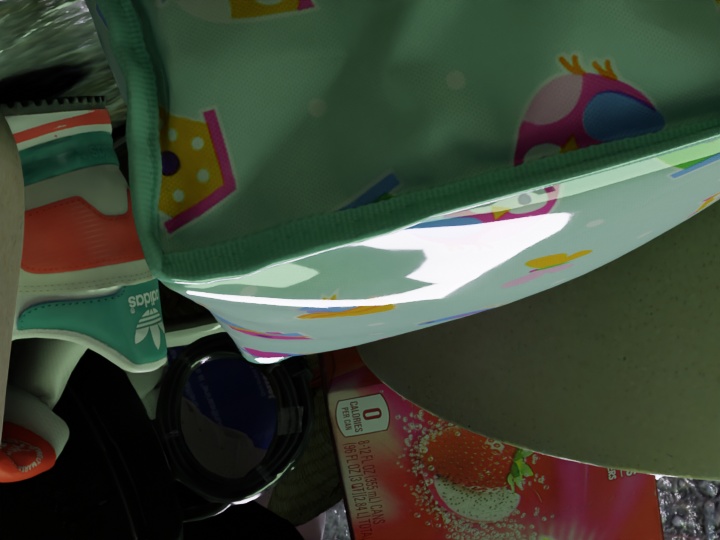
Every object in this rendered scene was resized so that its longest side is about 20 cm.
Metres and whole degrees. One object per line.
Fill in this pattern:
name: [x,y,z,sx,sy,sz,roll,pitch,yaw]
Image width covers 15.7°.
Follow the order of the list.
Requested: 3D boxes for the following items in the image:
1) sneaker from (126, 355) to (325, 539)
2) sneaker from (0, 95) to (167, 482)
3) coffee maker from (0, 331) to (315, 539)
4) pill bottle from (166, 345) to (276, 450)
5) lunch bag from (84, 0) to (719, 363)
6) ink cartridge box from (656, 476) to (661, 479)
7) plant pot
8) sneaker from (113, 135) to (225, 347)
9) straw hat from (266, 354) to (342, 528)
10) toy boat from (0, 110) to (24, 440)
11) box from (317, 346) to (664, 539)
sneaker: [-0.078,0.055,1.016,0.074,0.116,0.200,15,-173,39]
sneaker: [-0.136,0.027,0.748,0.200,0.094,0.070,-28,172,30]
coffee maker: [-0.069,0.114,0.845,0.192,0.135,0.200,-11,156,18]
pill bottle: [-0.105,0.071,1.132,0.200,0.111,0.111,-22,173,-15]
lunch bag: [0.045,-0.062,0.561,0.199,0.122,0.170,-18,173,2]
ink cartridge box: [0.065,0.046,1.024,0.050,0.109,0.200,27,147,-21]
plant pot: [0.100,-0.042,0.724,0.200,0.135,0.200,2,-160,-1]
sneaker: [-0.015,-0.025,0.848,0.200,0.073,0.085,-24,171,-8]
straw hat: [0.000,0.000,0.988,0.201,0.085,0.201,-44,-172,8]
toy boat: [-0.148,0.006,0.537,0.130,0.131,0.200,5,174,3]
box: [0.048,0.094,0.858,0.099,0.201,0.096,-10,-154,-1]
